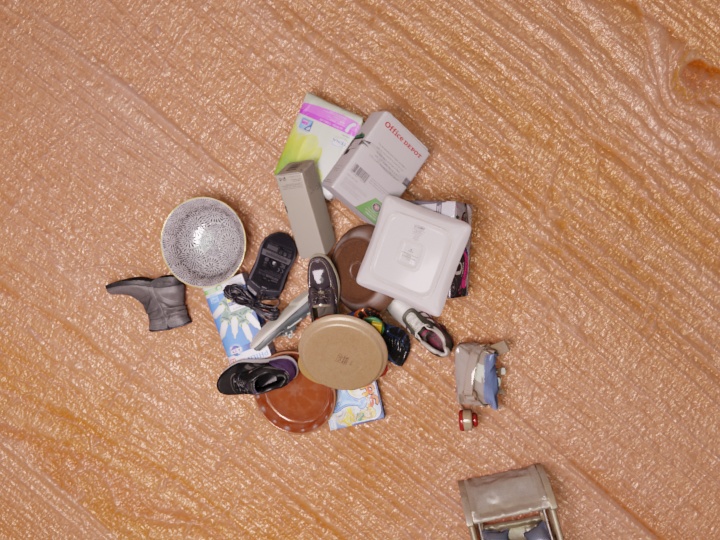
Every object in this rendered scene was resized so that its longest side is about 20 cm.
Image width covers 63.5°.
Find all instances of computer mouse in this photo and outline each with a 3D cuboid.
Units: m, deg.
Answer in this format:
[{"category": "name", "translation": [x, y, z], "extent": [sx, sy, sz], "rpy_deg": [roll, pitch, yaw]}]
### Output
[{"category": "computer mouse", "translation": [-0.215, 0.006, 1.329], "extent": [0.137, 0.053, 0.202], "rpy_deg": [26, 69, -5]}]

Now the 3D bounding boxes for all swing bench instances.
[{"category": "swing bench", "translation": [0.337, 0.558, 1.290], "extent": [0.196, 0.130, 0.203], "rpy_deg": [-15, 91, 6]}]

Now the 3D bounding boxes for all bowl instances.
[{"category": "bowl", "translation": [-0.345, -0.063, 1.337], "extent": [0.197, 0.094, 0.204], "rpy_deg": [0, 92, 7]}]

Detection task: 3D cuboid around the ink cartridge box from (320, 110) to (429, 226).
[{"category": "ink cartridge box", "translation": [0.033, -0.222, 1.267], "extent": [0.146, 0.084, 0.201], "rpy_deg": [38, 86, -25]}]

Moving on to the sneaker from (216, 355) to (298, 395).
[{"category": "sneaker", "translation": [-0.240, 0.239, 1.282], "extent": [0.197, 0.088, 0.077], "rpy_deg": [-17, 99, 15]}]

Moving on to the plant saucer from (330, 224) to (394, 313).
[{"category": "plant saucer", "translation": [0.000, 0.000, 1.291], "extent": [0.198, 0.036, 0.204], "rpy_deg": [2, 93, 38]}]

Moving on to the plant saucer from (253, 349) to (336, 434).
[{"category": "plant saucer", "translation": [-0.149, 0.277, 1.333], "extent": [0.197, 0.032, 0.204], "rpy_deg": [3, 103, 11]}]

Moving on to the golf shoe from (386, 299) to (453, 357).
[{"category": "golf shoe", "translation": [0.133, 0.115, 1.309], "extent": [0.200, 0.088, 0.077], "rpy_deg": [42, 97, 3]}]

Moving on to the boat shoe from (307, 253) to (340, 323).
[{"category": "boat shoe", "translation": [-0.081, 0.067, 1.283], "extent": [0.071, 0.065, 0.203], "rpy_deg": [-2, 106, 6]}]

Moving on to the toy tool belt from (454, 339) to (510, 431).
[{"category": "toy tool belt", "translation": [0.273, 0.255, 1.286], "extent": [0.121, 0.125, 0.204], "rpy_deg": [-4, 93, 14]}]

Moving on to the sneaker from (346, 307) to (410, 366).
[{"category": "sneaker", "translation": [0.041, 0.145, 1.306], "extent": [0.200, 0.078, 0.076], "rpy_deg": [45, 66, -30]}]

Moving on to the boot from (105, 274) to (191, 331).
[{"category": "boot", "translation": [-0.504, 0.083, 1.376], "extent": [0.197, 0.070, 0.134], "rpy_deg": [-3, 98, 9]}]

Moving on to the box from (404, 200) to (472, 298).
[{"category": "box", "translation": [0.164, -0.047, 1.262], "extent": [0.130, 0.114, 0.204], "rpy_deg": [4, 94, 31]}]

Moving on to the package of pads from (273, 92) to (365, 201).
[{"category": "package of pads", "translation": [-0.086, -0.276, 1.320], "extent": [0.153, 0.068, 0.202], "rpy_deg": [25, 95, 5]}]

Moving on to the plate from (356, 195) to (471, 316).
[{"category": "plate", "translation": [0.104, -0.032, 1.198], "extent": [0.197, 0.032, 0.203], "rpy_deg": [22, 97, 18]}]

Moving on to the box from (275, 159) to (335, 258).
[{"category": "box", "translation": [-0.117, -0.133, 1.279], "extent": [0.067, 0.082, 0.203], "rpy_deg": [-3, 118, 20]}]

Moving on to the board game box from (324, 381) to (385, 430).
[{"category": "board game box", "translation": [-0.029, 0.257, 1.355], "extent": [0.133, 0.034, 0.203], "rpy_deg": [-14, 91, 6]}]

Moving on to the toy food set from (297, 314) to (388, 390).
[{"category": "toy food set", "translation": [-0.034, 0.174, 1.228], "extent": [0.195, 0.049, 0.203], "rpy_deg": [9, 120, 2]}]

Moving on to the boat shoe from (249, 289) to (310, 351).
[{"category": "boat shoe", "translation": [-0.161, 0.122, 1.320], "extent": [0.200, 0.073, 0.062], "rpy_deg": [-42, 107, -21]}]

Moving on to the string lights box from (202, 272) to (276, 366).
[{"category": "string lights box", "translation": [-0.281, 0.117, 1.358], "extent": [0.101, 0.059, 0.203], "rpy_deg": [-20, 91, 3]}]
